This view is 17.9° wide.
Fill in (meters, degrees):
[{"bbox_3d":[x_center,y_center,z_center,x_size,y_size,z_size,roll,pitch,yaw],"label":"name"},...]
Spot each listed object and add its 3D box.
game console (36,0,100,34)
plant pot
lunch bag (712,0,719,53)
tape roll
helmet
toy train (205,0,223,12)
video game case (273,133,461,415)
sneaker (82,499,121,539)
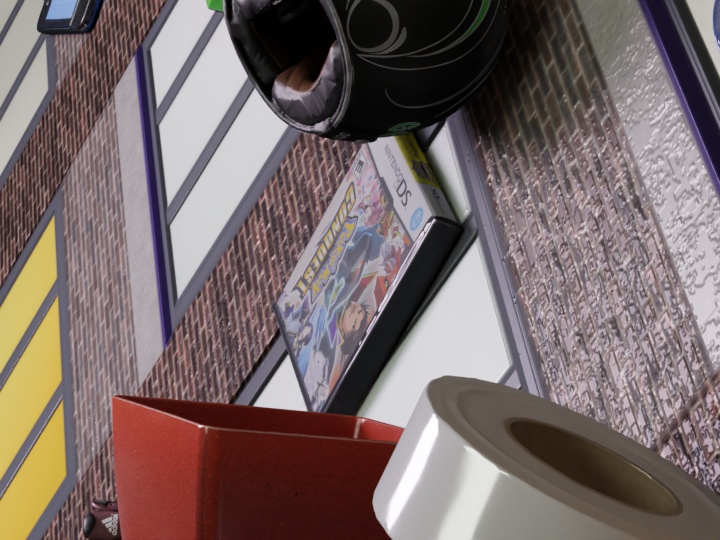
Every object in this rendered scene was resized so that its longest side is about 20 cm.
[{"bbox_3d":[-0.377,-0.383,2.747,0.200,0.118,0.171,12,82,66],"label":"game console"},{"bbox_3d":[-0.059,0.189,1.562,0.200,0.199,0.177,-171,89,-66],"label":"plant pot"},{"bbox_3d":[0.272,-0.124,1.151,0.200,0.132,0.136,-99,21,-45],"label":"lunch bag"},{"bbox_3d":[0.110,0.133,1.213,0.071,0.202,0.202,-65,24,11],"label":"tape roll"},{"bbox_3d":[0.017,-0.200,1.677,0.200,0.190,0.201,33,135,41],"label":"helmet"},{"bbox_3d":[-0.146,-0.327,2.309,0.200,0.042,0.057,-105,30,-52],"label":"toy train"},{"bbox_3d":[0.000,0.000,1.763,0.200,0.025,0.181,-60,26,22],"label":"video game case"},{"bbox_3d":[-0.160,0.216,1.830,0.200,0.115,0.076,-30,46,56],"label":"sneaker"}]
